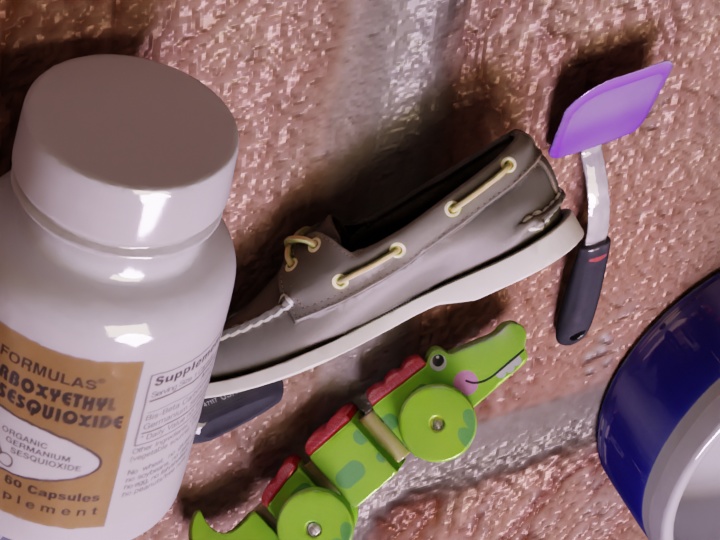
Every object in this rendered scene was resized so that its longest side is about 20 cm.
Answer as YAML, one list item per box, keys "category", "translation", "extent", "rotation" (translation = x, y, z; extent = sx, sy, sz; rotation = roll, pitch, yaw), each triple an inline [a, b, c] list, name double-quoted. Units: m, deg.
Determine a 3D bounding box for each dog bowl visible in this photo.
- category: "dog bowl"
  translation: [0.231, 0.079, 1.605]
  extent: [0.200, 0.079, 0.200]
  rotation: [-19, 140, -17]

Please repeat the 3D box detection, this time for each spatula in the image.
- category: "spatula"
  translation: [0.114, -0.028, 1.450]
  extent: [0.057, 0.021, 0.200]
  rotation: [-19, 141, -21]

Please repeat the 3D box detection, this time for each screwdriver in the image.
- category: "screwdriver"
  translation: [-0.113, 0.088, 1.367]
  extent: [0.200, 0.028, 0.029]
  rotation: [-29, 106, -36]

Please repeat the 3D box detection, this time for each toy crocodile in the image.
- category: "toy crocodile"
  translation: [0.002, 0.089, 1.469]
  extent: [0.200, 0.062, 0.068]
  rotation: [-40, -179, 5]

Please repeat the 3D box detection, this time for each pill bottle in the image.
- category: "pill bottle"
  translation: [-0.114, 0.014, 1.254]
  extent: [0.114, 0.114, 0.200]
  rotation: [-9, 136, -28]

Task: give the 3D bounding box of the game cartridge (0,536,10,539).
- category: "game cartridge"
  translation: [-0.197, 0.151, 1.407]
  extent: [0.133, 0.041, 0.200]
  rotation: [13, 123, -48]

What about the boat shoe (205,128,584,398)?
- category: "boat shoe"
  translation: [0.000, -0.001, 1.366]
  extent: [0.202, 0.072, 0.060]
  rotation: [-24, 102, 6]
